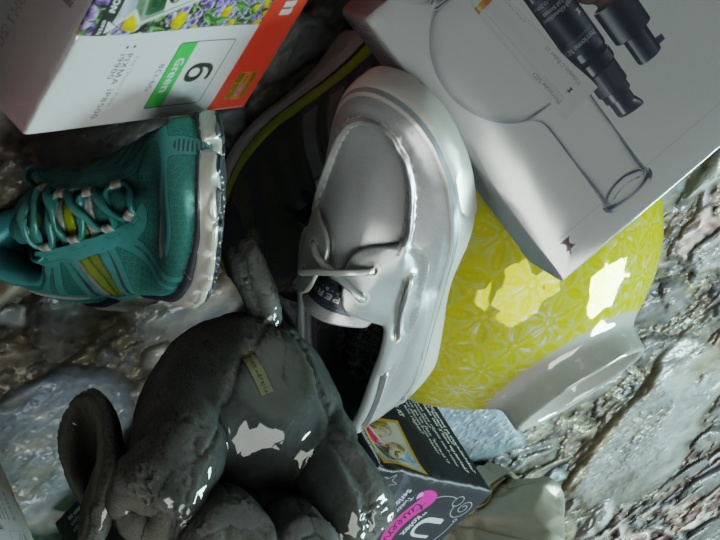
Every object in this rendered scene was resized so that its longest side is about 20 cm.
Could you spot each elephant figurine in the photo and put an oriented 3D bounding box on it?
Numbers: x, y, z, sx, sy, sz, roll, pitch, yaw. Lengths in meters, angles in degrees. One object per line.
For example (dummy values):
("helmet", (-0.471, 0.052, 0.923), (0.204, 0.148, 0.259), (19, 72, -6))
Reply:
("elephant figurine", (-0.086, 0.110, 0.861), (0.155, 0.142, 0.200), (-49, -172, -33))

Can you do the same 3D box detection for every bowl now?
("bowl", (0.086, 0.018, 0.961), (0.199, 0.108, 0.200), (-30, 167, -7))

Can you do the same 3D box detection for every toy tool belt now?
("toy tool belt", (0.075, 0.219, 1.260), (0.122, 0.125, 0.201), (4, 137, 5))

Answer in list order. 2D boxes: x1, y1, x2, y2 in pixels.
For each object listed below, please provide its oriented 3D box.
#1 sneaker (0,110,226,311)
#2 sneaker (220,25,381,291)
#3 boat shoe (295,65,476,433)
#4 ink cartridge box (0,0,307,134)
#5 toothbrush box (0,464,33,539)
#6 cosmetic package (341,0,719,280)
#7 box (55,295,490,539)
("sneaker", (-0.112, -0.019, 0.808), (0.079, 0.078, 0.200), (7, 164, -26))
("sneaker", (-0.001, -0.057, 0.890), (0.074, 0.081, 0.200), (13, 125, -43))
("boat shoe", (0.000, 0.000, 0.833), (0.069, 0.072, 0.201), (-46, 160, -37))
("ink cartridge box", (-0.058, -0.119, 0.755), (0.199, 0.050, 0.109), (-13, 144, -53))
("toothbrush box", (-0.253, 0.197, 0.948), (0.086, 0.146, 0.200), (15, 124, -46))
("cosmetic package", (0.115, -0.118, 0.820), (0.200, 0.052, 0.151), (-40, 109, -3))
("box", (-0.051, 0.132, 1.031), (0.200, 0.132, 0.114), (-46, 145, 19))
